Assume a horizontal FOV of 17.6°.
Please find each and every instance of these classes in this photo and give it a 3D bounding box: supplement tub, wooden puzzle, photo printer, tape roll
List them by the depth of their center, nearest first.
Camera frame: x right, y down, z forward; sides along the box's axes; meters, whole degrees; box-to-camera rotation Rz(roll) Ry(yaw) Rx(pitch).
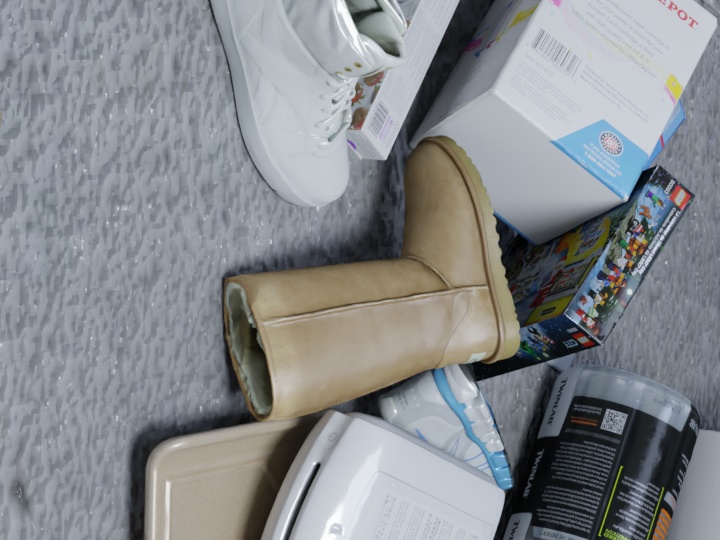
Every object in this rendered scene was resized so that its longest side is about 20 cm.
[{"bbox_3d":[-0.086,0.194,1.536,0.185,0.037,0.200,-6,105,-54],"label":"wooden puzzle"},{"bbox_3d":[0.006,0.189,1.569,0.200,0.069,0.166,31,79,-54],"label":"photo printer"},{"bbox_3d":[0.183,0.185,1.822,0.123,0.122,0.200,43,62,-48],"label":"supplement tub"},{"bbox_3d":[0.362,0.221,2.006,0.203,0.203,0.139,16,83,-53],"label":"tape roll"}]

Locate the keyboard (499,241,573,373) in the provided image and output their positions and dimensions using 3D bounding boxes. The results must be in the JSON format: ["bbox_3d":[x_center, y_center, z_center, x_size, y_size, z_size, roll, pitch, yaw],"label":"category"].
[{"bbox_3d":[0.123,0.022,1.811,0.200,0.011,0.056,36,73,-50],"label":"keyboard"}]

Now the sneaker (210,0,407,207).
[{"bbox_3d":[-0.019,-0.120,1.504,0.074,0.116,0.200,-51,135,-38],"label":"sneaker"}]

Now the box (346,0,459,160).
[{"bbox_3d":[0.032,-0.169,1.628,0.041,0.039,0.200,49,57,-47],"label":"box"}]

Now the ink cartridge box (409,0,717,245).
[{"bbox_3d":[0.153,-0.145,1.686,0.129,0.125,0.200,38,60,-12],"label":"ink cartridge box"}]

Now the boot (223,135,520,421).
[{"bbox_3d":[0.000,0.000,1.563,0.200,0.066,0.175,-10,72,-30],"label":"boot"}]

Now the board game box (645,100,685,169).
[{"bbox_3d":[0.185,-0.124,1.846,0.200,0.037,0.151,-51,133,-37],"label":"board game box"}]

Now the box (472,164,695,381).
[{"bbox_3d":[0.146,0.005,1.675,0.038,0.200,0.137,40,68,-12],"label":"box"}]

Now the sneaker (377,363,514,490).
[{"bbox_3d":[0.057,0.118,1.696,0.200,0.087,0.075,61,6,-60],"label":"sneaker"}]

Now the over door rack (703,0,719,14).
[{"bbox_3d":[0.340,-0.337,1.982,0.148,0.067,0.200,-49,153,-37],"label":"over door rack"}]
